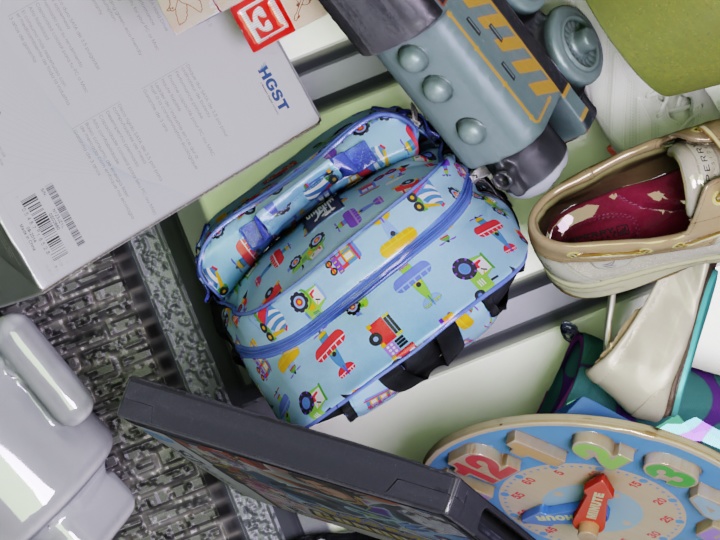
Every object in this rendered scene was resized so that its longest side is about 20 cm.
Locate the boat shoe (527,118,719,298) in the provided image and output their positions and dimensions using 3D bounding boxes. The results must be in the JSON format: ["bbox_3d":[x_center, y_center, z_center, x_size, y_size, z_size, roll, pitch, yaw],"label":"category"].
[{"bbox_3d":[0.183,-0.042,1.448,0.199,0.066,0.074,-25,64,13],"label":"boat shoe"}]

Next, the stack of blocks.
[{"bbox_3d":[-0.057,-0.182,1.463,0.058,0.200,0.115,-26,97,21],"label":"stack of blocks"}]

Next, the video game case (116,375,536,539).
[{"bbox_3d":[-0.010,0.117,1.482,0.199,0.181,0.026,15,78,25],"label":"video game case"}]

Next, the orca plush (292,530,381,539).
[{"bbox_3d":[0.039,0.207,1.584,0.200,0.071,0.105,30,95,-5],"label":"orca plush"}]

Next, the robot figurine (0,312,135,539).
[{"bbox_3d":[-0.221,0.089,1.539,0.200,0.113,0.169,47,123,-7],"label":"robot figurine"}]

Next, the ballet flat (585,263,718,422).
[{"bbox_3d":[0.179,-0.015,1.509,0.069,0.069,0.201,25,77,-5],"label":"ballet flat"}]

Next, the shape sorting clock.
[{"bbox_3d":[0.131,0.133,1.529,0.199,0.200,0.039,18,58,-4],"label":"shape sorting clock"}]

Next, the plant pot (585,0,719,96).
[{"bbox_3d":[0.216,-0.182,1.411,0.200,0.187,0.187,-35,97,19],"label":"plant pot"}]

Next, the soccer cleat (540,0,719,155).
[{"bbox_3d":[0.153,-0.123,1.528,0.200,0.077,0.069,49,52,-17],"label":"soccer cleat"}]

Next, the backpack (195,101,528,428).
[{"bbox_3d":[0.000,0.000,1.492,0.182,0.200,0.135,-36,97,3],"label":"backpack"}]

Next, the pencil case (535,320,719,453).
[{"bbox_3d":[0.199,0.099,1.565,0.199,0.092,0.085,17,85,-3],"label":"pencil case"}]

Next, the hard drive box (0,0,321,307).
[{"bbox_3d":[-0.146,-0.097,1.494,0.200,0.077,0.156,-32,98,-27],"label":"hard drive box"}]

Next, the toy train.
[{"bbox_3d":[0.053,-0.130,1.453,0.085,0.114,0.200,-18,120,39],"label":"toy train"}]
